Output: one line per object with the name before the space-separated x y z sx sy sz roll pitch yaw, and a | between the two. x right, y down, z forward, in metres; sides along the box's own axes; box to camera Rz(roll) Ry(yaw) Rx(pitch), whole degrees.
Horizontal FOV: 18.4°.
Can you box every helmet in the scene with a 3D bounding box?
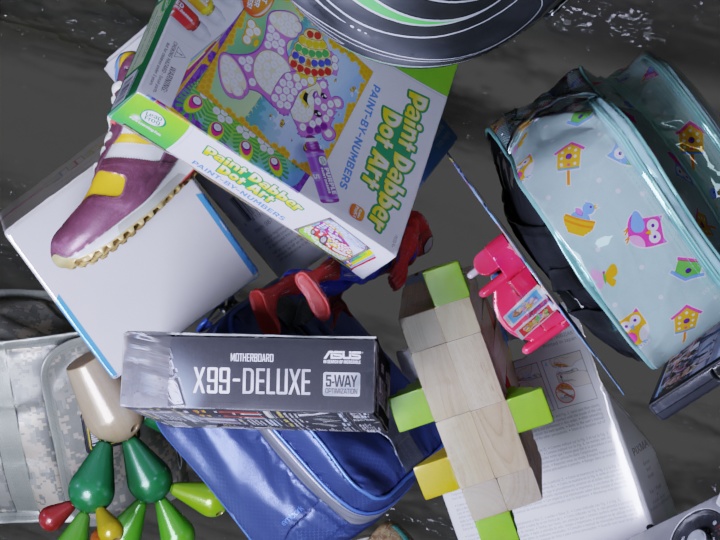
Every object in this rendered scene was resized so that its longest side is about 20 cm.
helmet | 0.030 -0.222 1.355 0.190 0.200 0.201 -18 111 7

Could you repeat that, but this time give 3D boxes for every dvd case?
dvd case | 0.274 0.008 1.413 0.018 0.143 0.200 46 127 -10

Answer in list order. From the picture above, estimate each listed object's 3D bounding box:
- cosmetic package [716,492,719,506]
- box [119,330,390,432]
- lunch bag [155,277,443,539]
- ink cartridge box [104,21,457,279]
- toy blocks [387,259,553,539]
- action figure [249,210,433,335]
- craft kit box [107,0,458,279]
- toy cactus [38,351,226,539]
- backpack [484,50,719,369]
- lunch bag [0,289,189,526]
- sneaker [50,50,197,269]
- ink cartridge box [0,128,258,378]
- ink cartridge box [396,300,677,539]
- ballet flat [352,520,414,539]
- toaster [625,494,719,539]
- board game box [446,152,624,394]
cosmetic package | 0.301 0.076 1.408 0.090 0.200 0.107 28 129 10
box | -0.062 0.074 1.435 0.157 0.200 0.050 1 83 4
lunch bag | -0.044 0.097 1.613 0.200 0.136 0.132 49 125 2
ink cartridge box | -0.055 -0.116 1.530 0.144 0.084 0.200 -34 100 34
toy blocks | 0.077 0.074 1.533 0.100 0.137 0.201 -18 105 9
action figure | 0.000 0.000 1.470 0.065 0.200 0.052 -27 94 32
craft kit box | -0.040 -0.127 1.412 0.197 0.201 0.048 33 144 -22
toy cactus | -0.167 0.134 1.655 0.102 0.200 0.165 6 126 64
backpack | 0.174 -0.038 1.398 0.153 0.200 0.176 -32 103 13
lunch bag | -0.237 0.106 1.727 0.199 0.118 0.165 -2 115 12
sneaker | -0.143 -0.089 1.437 0.090 0.200 0.075 46 165 -5
ink cartridge box | -0.169 -0.021 1.573 0.125 0.200 0.129 -37 100 -6
ink cartridge box | 0.130 0.131 1.626 0.160 0.050 0.201 -18 91 32
ballet flat | -0.023 0.254 1.756 0.200 0.070 0.065 -35 73 33
toaster | 0.255 0.259 1.548 0.180 0.119 0.200 -30 135 29
board game box | 0.101 0.012 1.468 0.039 0.158 0.200 -36 145 4
